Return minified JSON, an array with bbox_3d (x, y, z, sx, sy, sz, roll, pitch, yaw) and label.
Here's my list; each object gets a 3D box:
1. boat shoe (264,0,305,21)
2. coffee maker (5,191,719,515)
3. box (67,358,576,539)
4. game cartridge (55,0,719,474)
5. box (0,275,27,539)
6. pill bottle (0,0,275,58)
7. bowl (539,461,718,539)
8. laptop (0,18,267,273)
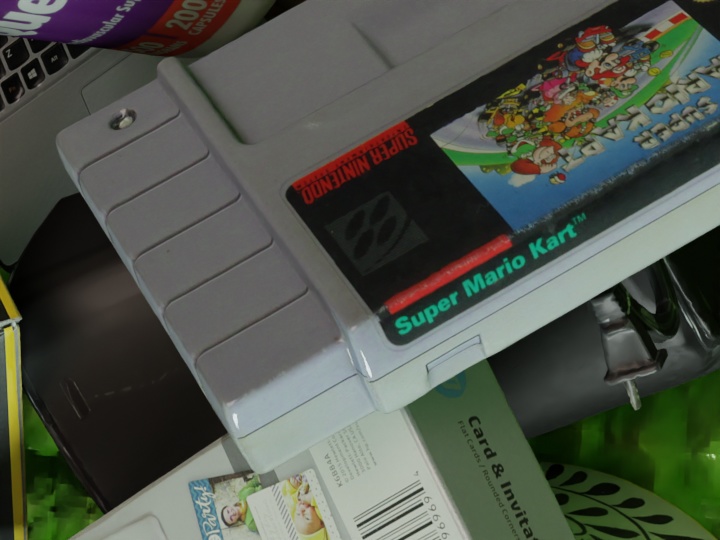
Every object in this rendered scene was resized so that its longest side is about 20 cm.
[{"bbox_3d":[0.042,-0.141,0.728,0.199,0.072,0.068,-36,89,13],"label":"boat shoe"},{"bbox_3d":[0.000,0.000,0.667,0.199,0.192,0.136,-25,86,22],"label":"coffee maker"},{"bbox_3d":[-0.015,0.123,0.600,0.200,0.041,0.157,-35,78,39],"label":"box"},{"bbox_3d":[0.034,-0.042,0.557,0.199,0.039,0.130,-30,37,-8],"label":"game cartridge"},{"bbox_3d":[-0.153,0.028,0.733,0.049,0.201,0.160,-18,53,-21],"label":"box"},{"bbox_3d":[-0.118,-0.127,0.678,0.112,0.199,0.114,-5,84,52],"label":"pill bottle"},{"bbox_3d":[0.029,0.154,0.676,0.199,0.094,0.203,-5,78,26],"label":"bowl"},{"bbox_3d":[-0.115,-0.139,0.794,0.186,0.116,0.201,-32,67,18],"label":"laptop"}]
